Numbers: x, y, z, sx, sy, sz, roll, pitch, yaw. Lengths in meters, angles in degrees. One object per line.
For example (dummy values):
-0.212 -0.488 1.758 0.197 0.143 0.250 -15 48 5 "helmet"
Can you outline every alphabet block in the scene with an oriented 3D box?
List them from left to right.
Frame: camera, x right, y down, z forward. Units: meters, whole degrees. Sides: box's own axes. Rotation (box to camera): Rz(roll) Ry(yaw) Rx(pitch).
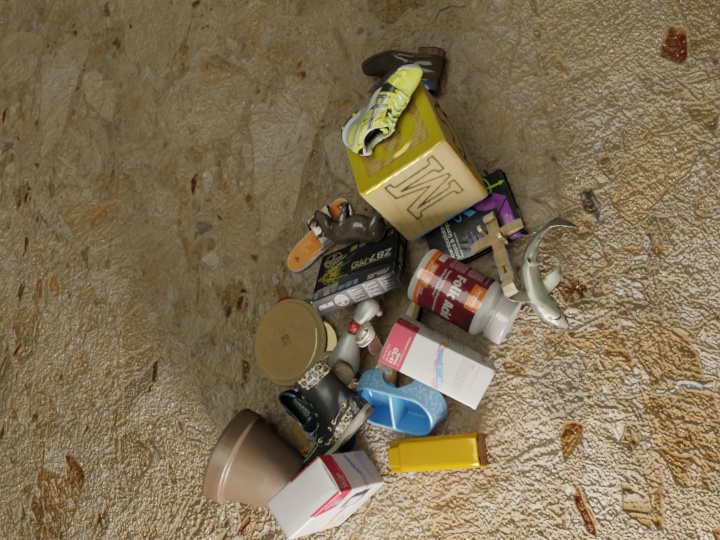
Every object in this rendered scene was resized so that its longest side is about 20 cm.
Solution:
0.106 -0.214 1.410 0.195 0.200 0.197 -32 51 18 "alphabet block"

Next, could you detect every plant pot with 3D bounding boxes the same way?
-0.210 0.418 1.496 0.173 0.200 0.202 22 90 11 "plant pot"

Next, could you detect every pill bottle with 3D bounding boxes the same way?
0.200 0.052 1.362 0.199 0.114 0.115 29 93 18 "pill bottle"

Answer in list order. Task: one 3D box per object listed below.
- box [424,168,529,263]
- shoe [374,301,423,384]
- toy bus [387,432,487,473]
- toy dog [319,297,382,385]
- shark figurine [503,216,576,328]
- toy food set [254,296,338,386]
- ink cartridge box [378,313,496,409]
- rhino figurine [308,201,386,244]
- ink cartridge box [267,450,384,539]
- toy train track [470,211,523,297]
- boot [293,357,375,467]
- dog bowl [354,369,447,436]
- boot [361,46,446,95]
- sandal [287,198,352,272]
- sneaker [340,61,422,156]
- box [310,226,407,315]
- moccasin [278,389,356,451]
0.223 -0.097 1.438 0.199 0.036 0.144 -28 67 23 "box"
0.074 0.148 1.444 0.053 0.070 0.202 22 93 11 "shoe"
0.143 0.352 1.361 0.198 0.078 0.066 -12 74 26 "toy bus"
-0.001 0.161 1.471 0.200 0.096 0.133 -50 30 27 "toy dog"
0.327 -0.004 1.330 0.126 0.090 0.217 5 81 0 "shark figurine"
-0.154 0.156 1.583 0.200 0.049 0.198 -46 62 13 "toy food set"
0.143 0.166 1.325 0.198 0.148 0.086 28 95 7 "ink cartridge box"
-0.031 -0.099 1.509 0.198 0.060 0.089 -1 102 30 "rhino figurine"
-0.062 0.431 1.378 0.148 0.199 0.086 -45 63 13 "ink cartridge box"
0.256 -0.039 1.324 0.114 0.032 0.202 -31 44 25 "toy train track"
-0.082 0.289 1.423 0.154 0.073 0.204 45 113 8 "boot"
0.072 0.266 1.401 0.198 0.050 0.113 9 122 29 "dog bowl"
0.089 -0.428 1.561 0.198 0.075 0.098 -2 76 26 "boot"
-0.100 -0.077 1.596 0.207 0.059 0.079 -47 62 12 "sandal"
0.052 -0.295 1.320 0.200 0.075 0.077 -49 53 18 "sneaker"
0.000 0.000 1.486 0.198 0.049 0.162 -21 34 24 "box"
-0.100 0.324 1.505 0.199 0.068 0.081 25 91 28 "moccasin"
